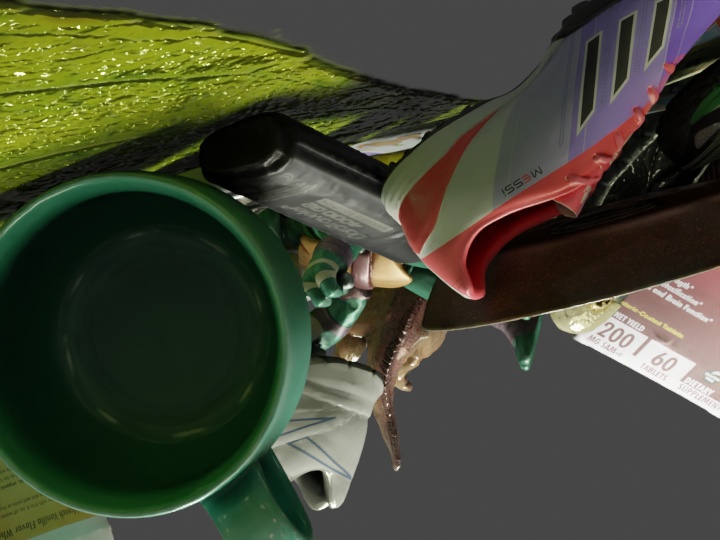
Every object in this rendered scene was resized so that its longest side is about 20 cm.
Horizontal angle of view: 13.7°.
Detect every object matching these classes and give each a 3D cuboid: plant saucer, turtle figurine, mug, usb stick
[{"bbox_3d":[0.122,-0.012,1.472,0.200,0.035,0.200,-15,-175,1],"label":"plant saucer"},{"bbox_3d":[0.000,0.000,1.634,0.199,0.101,0.150,9,170,9],"label":"turtle figurine"},{"bbox_3d":[-0.097,0.047,1.373,0.151,0.186,0.114,-2,-178,6],"label":"mug"},{"bbox_3d":[-0.009,-0.037,1.437,0.055,0.033,0.200,-12,164,26],"label":"usb stick"}]

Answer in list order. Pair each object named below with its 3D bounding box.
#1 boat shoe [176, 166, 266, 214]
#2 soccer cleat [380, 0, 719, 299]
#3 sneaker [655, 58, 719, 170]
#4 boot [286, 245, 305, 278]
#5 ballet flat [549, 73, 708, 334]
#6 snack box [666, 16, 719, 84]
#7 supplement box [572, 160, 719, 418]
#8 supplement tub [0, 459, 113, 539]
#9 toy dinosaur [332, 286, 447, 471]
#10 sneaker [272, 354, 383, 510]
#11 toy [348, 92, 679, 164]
[{"bbox_3d":[-0.106,-0.006,1.497,0.069,0.057,0.200,-15,173,-46],"label":"boat shoe"},{"bbox_3d":[0.103,-0.069,1.389,0.200,0.073,0.068,-39,156,13],"label":"soccer cleat"},{"bbox_3d":[0.235,-0.084,1.479,0.199,0.085,0.078,-18,174,-25],"label":"sneaker"},{"bbox_3d":[-0.057,0.049,1.850,0.070,0.132,0.200,-22,175,10],"label":"boot"},{"bbox_3d":[0.157,-0.050,1.585,0.066,0.057,0.200,15,110,-42],"label":"ballet flat"},{"bbox_3d":[0.209,-0.138,1.491,0.199,0.037,0.116,-21,175,-2],"label":"snack box"},{"bbox_3d":[0.216,-0.019,1.648,0.200,0.109,0.061,-50,-158,33],"label":"supplement box"},{"bbox_3d":[-0.206,0.109,1.482,0.144,0.201,0.144,-21,175,-2],"label":"supplement tub"},{"bbox_3d":[0.034,0.007,1.735,0.086,0.201,0.135,27,150,-20],"label":"toy dinosaur"},{"bbox_3d":[-0.070,0.079,1.611,0.200,0.087,0.074,14,167,-36],"label":"sneaker"},{"bbox_3d":[0.071,-0.055,1.535,0.200,0.047,0.115,-9,175,38],"label":"toy"}]
